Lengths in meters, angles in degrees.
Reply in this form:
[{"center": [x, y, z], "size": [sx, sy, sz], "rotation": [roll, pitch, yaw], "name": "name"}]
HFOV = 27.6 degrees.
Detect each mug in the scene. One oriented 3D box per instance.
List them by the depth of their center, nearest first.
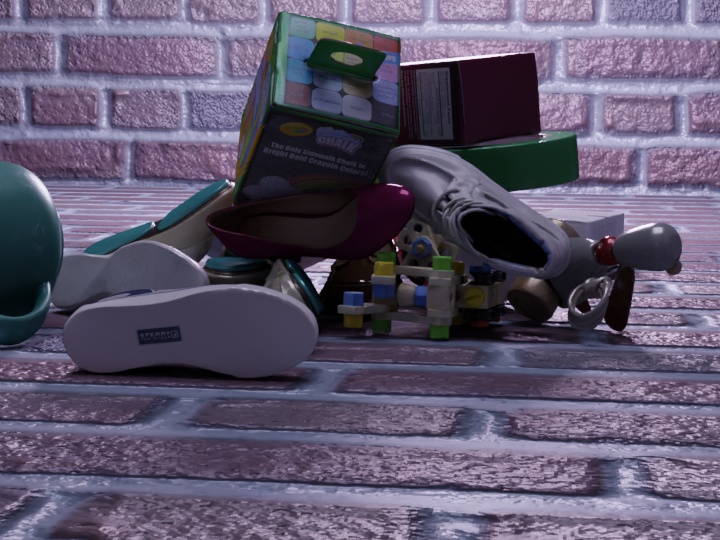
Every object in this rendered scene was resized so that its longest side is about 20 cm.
[{"center": [-0.333, -0.008, 1.313], "size": [0.114, 0.187, 0.152], "rotation": [-2, -18, -40], "name": "mug"}]

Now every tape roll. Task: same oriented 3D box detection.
[{"center": [0.127, -0.112, 1.527], "size": [0.199, 0.049, 0.200], "rotation": [-6, 8, 1], "name": "tape roll"}]

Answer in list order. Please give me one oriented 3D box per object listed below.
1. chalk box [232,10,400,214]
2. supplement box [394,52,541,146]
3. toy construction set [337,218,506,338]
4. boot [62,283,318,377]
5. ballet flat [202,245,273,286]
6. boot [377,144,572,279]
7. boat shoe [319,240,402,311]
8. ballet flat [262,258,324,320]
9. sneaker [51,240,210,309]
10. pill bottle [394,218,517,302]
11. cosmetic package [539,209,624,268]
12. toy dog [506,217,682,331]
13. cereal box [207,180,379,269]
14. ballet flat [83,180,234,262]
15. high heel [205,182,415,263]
[{"center": [-0.035, -0.152, 1.364], "size": [0.123, 0.125, 0.200], "rotation": [12, -38, -13], "name": "chalk box"}, {"center": [0.079, -0.176, 1.528], "size": [0.110, 0.086, 0.199], "rotation": [-11, 10, -37], "name": "supplement box"}, {"center": [0.065, 0.013, 1.362], "size": [0.130, 0.093, 0.200], "rotation": [2, 18, 15], "name": "toy construction set"}, {"center": [-0.125, 0.038, 1.142], "size": [0.198, 0.073, 0.090], "rotation": [1, 12, 9], "name": "boot"}, {"center": [-0.117, 0.009, 1.458], "size": [0.069, 0.070, 0.200], "rotation": [1, 12, 5], "name": "ballet flat"}, {"center": [0.097, -0.056, 1.317], "size": [0.199, 0.074, 0.096], "rotation": [27, 8, 12], "name": "boot"}, {"center": [0.000, 0.000, 1.491], "size": [0.075, 0.075, 0.200], "rotation": [1, 6, 8], "name": "boat shoe"}, {"center": [-0.072, 0.028, 1.302], "size": [0.062, 0.068, 0.200], "rotation": [-31, 0, 0], "name": "ballet flat"}, {"center": [-0.208, 0.012, 1.423], "size": [0.199, 0.076, 0.088], "rotation": [4, -5, 37], "name": "sneaker"}, {"center": [0.100, -0.032, 1.580], "size": [0.119, 0.121, 0.200], "rotation": [-2, 6, -17], "name": "pill bottle"}, {"center": [0.264, -0.036, 1.846], "size": [0.101, 0.075, 0.200], "rotation": [3, 8, 20], "name": "cosmetic package"}, {"center": [0.227, 0.009, 1.371], "size": [0.096, 0.132, 0.200], "rotation": [40, -6, -25], "name": "toy dog"}, {"center": [-0.073, -0.054, 1.566], "size": [0.199, 0.040, 0.144], "rotation": [-23, -33, 30], "name": "cereal box"}, {"center": [-0.195, -0.029, 1.500], "size": [0.199, 0.070, 0.069], "rotation": [-23, -5, 27], "name": "ballet flat"}, {"center": [-0.047, -0.046, 1.333], "size": [0.199, 0.068, 0.096], "rotation": [-21, -30, 38], "name": "high heel"}]
